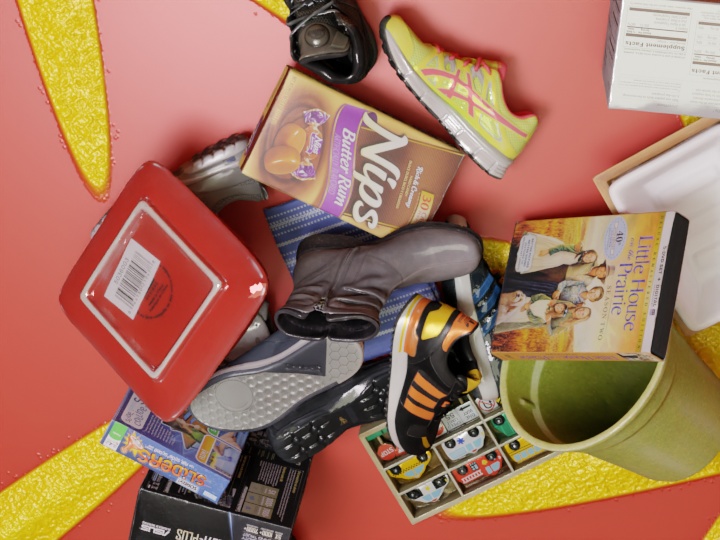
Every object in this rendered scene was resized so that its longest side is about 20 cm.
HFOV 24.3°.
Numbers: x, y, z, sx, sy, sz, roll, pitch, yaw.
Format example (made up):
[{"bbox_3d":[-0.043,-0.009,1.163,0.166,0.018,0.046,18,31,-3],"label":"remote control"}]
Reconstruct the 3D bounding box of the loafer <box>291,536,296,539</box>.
[{"bbox_3d":[-0.163,0.342,1.895,0.200,0.068,0.070,-29,91,13],"label":"loafer"}]

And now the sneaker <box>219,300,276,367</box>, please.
[{"bbox_3d":[-0.143,0.054,1.789,0.200,0.074,0.089,32,105,-14],"label":"sneaker"}]

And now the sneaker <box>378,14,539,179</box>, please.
[{"bbox_3d":[0.100,-0.190,1.673,0.090,0.078,0.200,-43,105,7],"label":"sneaker"}]

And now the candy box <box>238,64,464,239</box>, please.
[{"bbox_3d":[-0.009,-0.113,1.693,0.200,0.056,0.117,24,99,-13],"label":"candy box"}]

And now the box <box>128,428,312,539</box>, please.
[{"bbox_3d":[-0.145,0.240,1.785,0.163,0.200,0.086,14,113,0],"label":"box"}]

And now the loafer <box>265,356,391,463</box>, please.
[{"bbox_3d":[-0.012,0.135,1.804,0.200,0.070,0.068,-28,127,-1],"label":"loafer"}]

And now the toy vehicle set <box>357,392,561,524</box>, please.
[{"bbox_3d":[0.113,0.183,1.830,0.200,0.027,0.124,-28,105,15],"label":"toy vehicle set"}]

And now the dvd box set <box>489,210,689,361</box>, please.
[{"bbox_3d":[0.223,0.017,1.646,0.029,0.200,0.147,26,71,-41],"label":"dvd box set"}]

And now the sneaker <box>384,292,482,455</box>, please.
[{"bbox_3d":[0.080,0.121,1.718,0.090,0.070,0.200,17,128,24],"label":"sneaker"}]

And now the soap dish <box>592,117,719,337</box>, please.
[{"bbox_3d":[0.351,-0.054,1.688,0.157,0.081,0.200,-29,105,15],"label":"soap dish"}]

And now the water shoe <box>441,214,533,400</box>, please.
[{"bbox_3d":[0.133,0.034,1.751,0.079,0.072,0.200,-13,100,-10],"label":"water shoe"}]

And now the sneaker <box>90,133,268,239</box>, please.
[{"bbox_3d":[-0.190,-0.063,1.742,0.200,0.075,0.082,-25,104,14],"label":"sneaker"}]

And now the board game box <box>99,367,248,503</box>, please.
[{"bbox_3d":[-0.182,0.149,1.754,0.135,0.200,0.034,29,116,-4],"label":"board game box"}]

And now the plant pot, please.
[{"bbox_3d":[0.277,0.123,1.699,0.200,0.201,0.184,-42,130,18],"label":"plant pot"}]

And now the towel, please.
[{"bbox_3d":[0.000,0.000,1.780,0.145,0.024,0.200,-20,105,14],"label":"towel"}]

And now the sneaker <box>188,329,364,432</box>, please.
[{"bbox_3d":[-0.080,0.085,1.733,0.202,0.146,0.077,-23,114,17],"label":"sneaker"}]

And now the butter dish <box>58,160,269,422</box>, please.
[{"bbox_3d":[-0.171,0.018,1.687,0.199,0.148,0.200,44,113,21],"label":"butter dish"}]

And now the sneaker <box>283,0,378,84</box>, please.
[{"bbox_3d":[-0.047,-0.269,1.632,0.076,0.114,0.200,-23,105,12],"label":"sneaker"}]

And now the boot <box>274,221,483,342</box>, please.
[{"bbox_3d":[0.022,0.020,1.647,0.200,0.132,0.070,-8,125,13],"label":"boot"}]

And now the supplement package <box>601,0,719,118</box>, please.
[{"bbox_3d":[0.337,-0.214,1.588,0.200,0.156,0.111,7,110,3],"label":"supplement package"}]
